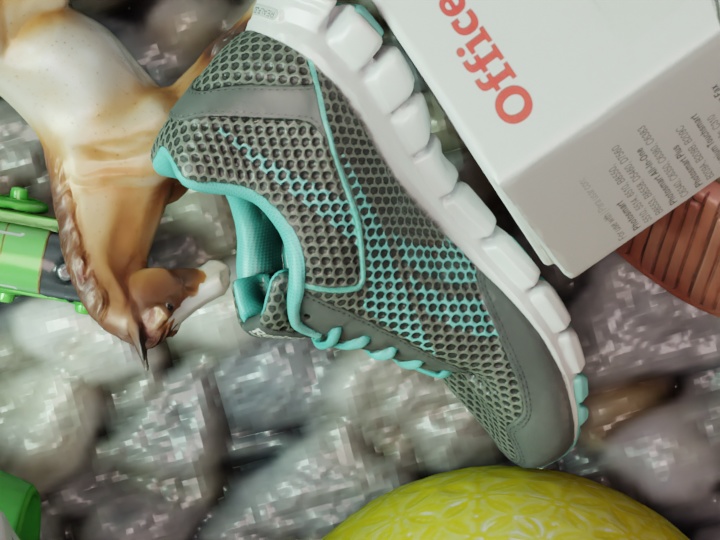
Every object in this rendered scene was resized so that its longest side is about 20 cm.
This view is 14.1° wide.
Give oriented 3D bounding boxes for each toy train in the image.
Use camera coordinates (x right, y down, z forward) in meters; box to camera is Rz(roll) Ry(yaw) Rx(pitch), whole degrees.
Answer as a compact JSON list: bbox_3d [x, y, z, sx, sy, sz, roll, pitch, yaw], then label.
[{"bbox_3d":[-0.175,-0.016,1.027,0.199,0.056,0.042,9,96,2],"label":"toy train"}]

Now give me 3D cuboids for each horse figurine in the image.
[{"bbox_3d":[-0.088,-0.082,1.006,0.132,0.050,0.200,-38,93,-15],"label":"horse figurine"}]

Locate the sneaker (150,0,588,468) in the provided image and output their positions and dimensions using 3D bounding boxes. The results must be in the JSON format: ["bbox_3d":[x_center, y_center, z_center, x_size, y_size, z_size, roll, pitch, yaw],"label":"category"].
[{"bbox_3d":[0.000,0.000,0.988,0.091,0.077,0.200,-42,112,-15],"label":"sneaker"}]

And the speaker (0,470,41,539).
[{"bbox_3d":[-0.216,0.097,1.025,0.199,0.088,0.089,8,96,1],"label":"speaker"}]

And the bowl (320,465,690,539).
[{"bbox_3d":[0.046,0.157,0.980,0.199,0.108,0.201,-1,76,6],"label":"bowl"}]

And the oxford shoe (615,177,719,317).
[{"bbox_3d":[0.155,-0.020,1.021,0.199,0.071,0.074,27,65,4],"label":"oxford shoe"}]

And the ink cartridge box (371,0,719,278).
[{"bbox_3d":[0.102,-0.118,0.965,0.200,0.084,0.146,-35,61,4],"label":"ink cartridge box"}]

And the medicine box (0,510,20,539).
[{"bbox_3d":[-0.165,0.197,0.974,0.181,0.103,0.200,-19,138,4],"label":"medicine box"}]
